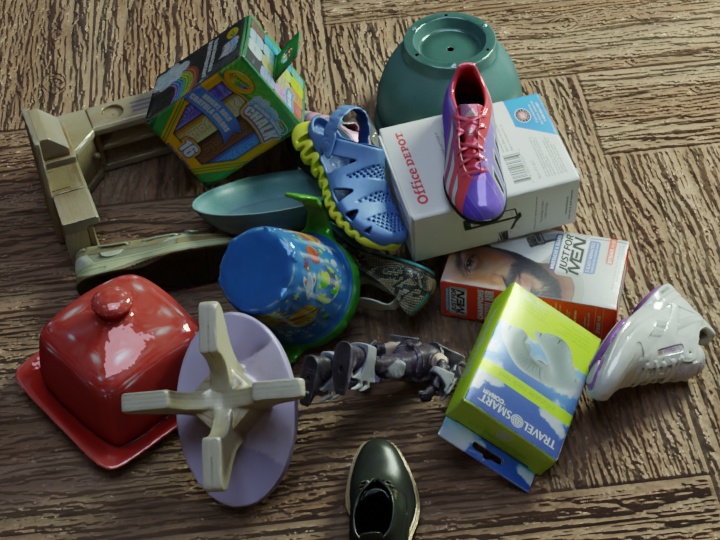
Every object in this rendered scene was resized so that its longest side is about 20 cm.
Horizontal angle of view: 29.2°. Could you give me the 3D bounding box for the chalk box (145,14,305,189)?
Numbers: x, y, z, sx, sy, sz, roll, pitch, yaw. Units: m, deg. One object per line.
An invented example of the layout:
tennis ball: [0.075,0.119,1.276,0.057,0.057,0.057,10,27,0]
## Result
chalk box: [-0.147,-0.222,1.717,0.200,0.124,0.125,-29,30,20]

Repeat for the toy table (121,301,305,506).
toy table: [-0.135,0.135,1.393,0.184,0.117,0.200,-17,77,7]

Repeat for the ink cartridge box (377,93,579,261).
ink cartridge box: [0.134,-0.109,1.597,0.200,0.084,0.146,-13,53,-6]

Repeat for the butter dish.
butter dish: [-0.258,0.077,1.495,0.200,0.148,0.199,-35,55,-27]

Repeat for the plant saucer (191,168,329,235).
plant saucer: [-0.102,-0.080,1.666,0.200,0.036,0.200,-8,17,2]

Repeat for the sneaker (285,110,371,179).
sneaker: [-0.046,-0.167,1.739,0.082,0.070,0.200,-19,28,-11]

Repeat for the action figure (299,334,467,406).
action figure: [0.028,0.105,1.475,0.130,0.069,0.200,-1,0,44]

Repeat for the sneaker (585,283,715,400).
sneaker: [0.317,0.088,1.485,0.100,0.075,0.200,41,48,14]

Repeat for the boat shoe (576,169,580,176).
boat shoe: [0.184,-0.087,1.683,0.200,0.072,0.069,-25,49,-31]

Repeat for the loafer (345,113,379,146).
loafer: [0.010,-0.123,1.732,0.063,0.072,0.200,-25,41,4]

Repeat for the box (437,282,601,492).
box: [0.171,0.121,1.466,0.122,0.048,0.200,33,51,-6]

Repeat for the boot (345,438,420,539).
boot: [0.021,0.218,1.351,0.077,0.138,0.200,-4,46,0]

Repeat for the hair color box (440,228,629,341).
hair color box: [0.201,0.008,1.590,0.200,0.064,0.111,8,48,13]

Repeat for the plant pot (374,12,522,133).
plant pot: [0.116,-0.248,1.787,0.200,0.134,0.200,-1,47,1]

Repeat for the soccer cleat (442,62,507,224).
soccer cleat: [0.122,-0.140,1.522,0.068,0.073,0.200,-4,53,1]

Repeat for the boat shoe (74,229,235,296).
boat shoe: [-0.239,-0.017,1.637,0.201,0.073,0.063,-14,52,0]

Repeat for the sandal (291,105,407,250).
sandal: [-0.003,-0.111,1.566,0.079,0.087,0.200,-2,55,-53]

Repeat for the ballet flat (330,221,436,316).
ballet flat: [0.000,0.000,1.606,0.200,0.068,0.075,28,86,39]

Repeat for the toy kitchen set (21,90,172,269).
toy kitchen set: [-0.308,-0.145,1.696,0.180,0.163,0.200,-17,49,-13]

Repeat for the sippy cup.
sippy cup: [-0.086,0.011,1.523,0.140,0.130,0.178,-26,69,17]
